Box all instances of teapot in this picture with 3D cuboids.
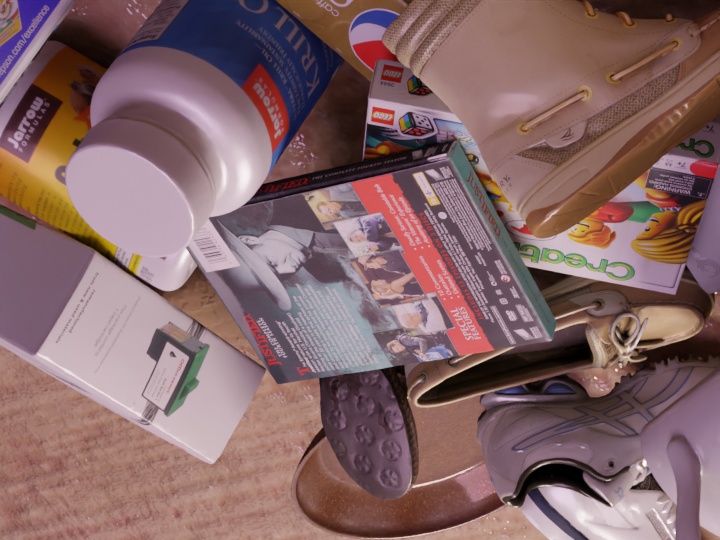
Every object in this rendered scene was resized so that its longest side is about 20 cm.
[{"bbox_3d":[0.268,0.102,1.109,0.200,0.197,0.146,-38,82,9],"label":"teapot"}]

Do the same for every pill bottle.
[{"bbox_3d":[-0.089,-0.102,1.125,0.112,0.200,0.113,17,139,15],"label":"pill bottle"},{"bbox_3d":[-0.182,-0.079,1.278,0.199,0.109,0.109,30,141,-1],"label":"pill bottle"}]

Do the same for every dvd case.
[{"bbox_3d":[0.000,0.000,1.150,0.199,0.022,0.146,-12,126,30],"label":"dvd case"}]

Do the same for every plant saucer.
[{"bbox_3d":[0.046,0.124,1.351,0.199,0.037,0.201,-9,145,-7],"label":"plant saucer"}]

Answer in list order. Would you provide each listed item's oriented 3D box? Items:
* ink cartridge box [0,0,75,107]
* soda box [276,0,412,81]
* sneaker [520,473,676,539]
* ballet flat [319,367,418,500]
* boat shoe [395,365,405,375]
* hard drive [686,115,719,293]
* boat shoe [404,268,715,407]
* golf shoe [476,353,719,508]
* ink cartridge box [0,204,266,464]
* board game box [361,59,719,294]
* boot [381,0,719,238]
[{"bbox_3d":[-0.243,-0.222,1.123,0.200,0.198,0.043,37,-176,-8],"label":"ink cartridge box"},{"bbox_3d":[0.002,-0.170,1.107,0.200,0.064,0.068,40,139,-11],"label":"soda box"},{"bbox_3d":[0.200,0.183,1.354,0.200,0.077,0.080,37,111,-23],"label":"sneaker"},{"bbox_3d":[-0.007,0.051,1.245,0.067,0.046,0.201,-25,88,31],"label":"ballet flat"},{"bbox_3d":[0.042,0.005,1.262,0.070,0.070,0.200,33,150,9],"label":"boat shoe"},{"bbox_3d":[0.256,-0.058,1.099,0.199,0.026,0.132,-15,123,40],"label":"hard drive"},{"bbox_3d":[0.126,0.045,1.213,0.200,0.063,0.073,-7,144,5],"label":"boat shoe"},{"bbox_3d":[0.176,0.113,1.243,0.199,0.098,0.078,-7,142,7],"label":"golf shoe"},{"bbox_3d":[-0.184,0.044,1.348,0.146,0.085,0.200,23,170,42],"label":"ink cartridge box"},{"bbox_3d":[0.099,-0.053,1.112,0.199,0.035,0.126,11,144,4],"label":"board game box"},{"bbox_3d":[0.127,-0.134,1.030,0.156,0.200,0.073,52,-179,16],"label":"boot"}]
